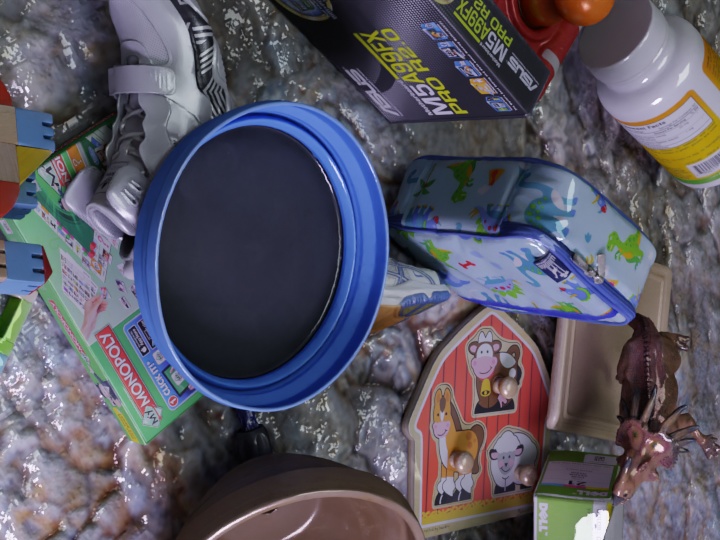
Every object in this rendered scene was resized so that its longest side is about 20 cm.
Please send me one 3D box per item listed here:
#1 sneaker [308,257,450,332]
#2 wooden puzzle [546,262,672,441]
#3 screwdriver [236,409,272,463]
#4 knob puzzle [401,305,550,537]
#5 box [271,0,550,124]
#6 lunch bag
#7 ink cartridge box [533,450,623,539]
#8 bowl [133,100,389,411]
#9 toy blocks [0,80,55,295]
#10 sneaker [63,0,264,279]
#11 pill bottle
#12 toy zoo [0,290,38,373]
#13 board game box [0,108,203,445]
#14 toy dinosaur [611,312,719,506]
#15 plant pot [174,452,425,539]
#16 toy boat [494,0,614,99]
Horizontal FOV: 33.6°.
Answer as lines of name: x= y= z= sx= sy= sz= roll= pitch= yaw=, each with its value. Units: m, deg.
sneaker: x=0.000 y=0.000 z=0.944 sx=0.199 sy=0.075 sz=0.089 roll=-1 pitch=66 yaw=-55
wooden puzzle: x=0.244 y=0.073 z=1.179 sx=0.199 sy=0.037 sz=0.188 roll=16 pitch=78 yaw=-45
screwdriver: x=-0.091 y=0.081 z=0.912 sx=0.029 sy=0.028 sz=0.203 roll=-23 pitch=104 yaw=-67
knob puzzle: x=0.119 y=0.133 z=1.086 sx=0.217 sy=0.030 sz=0.223 roll=-4 pitch=97 yaw=-40
box: x=0.025 y=-0.188 z=0.892 sx=0.200 sy=0.159 sz=0.045 roll=42 pitch=67 yaw=-35
lunch bag: x=0.129 y=-0.022 z=0.968 sx=0.160 sy=0.199 sz=0.083 roll=36 pitch=73 yaw=-37
ink cartridge box: x=0.188 y=0.268 z=1.058 sx=0.200 sy=0.075 sz=0.150 roll=-40 pitch=131 yaw=-66
bowl: x=-0.063 y=-0.010 z=0.789 sx=0.199 sy=0.039 sz=0.204 roll=-8 pitch=101 yaw=-43
toy blocks: x=-0.245 y=-0.069 z=0.707 sx=0.135 sy=0.099 sz=0.203 roll=6 pitch=66 yaw=-42
sneaker: x=-0.142 y=-0.096 z=0.775 sx=0.114 sy=0.075 sz=0.202 roll=-34 pitch=114 yaw=-35
pill bottle: x=0.299 y=-0.175 z=1.156 sx=0.199 sy=0.110 sz=0.112 roll=35 pitch=72 yaw=-37
toy zoo: x=-0.297 y=0.075 z=0.733 sx=0.131 sy=0.020 sz=0.202 roll=34 pitch=72 yaw=-37
board game box: x=-0.154 y=-0.001 z=0.832 sx=0.134 sy=0.029 sz=0.202 roll=-38 pitch=113 yaw=-31
toy dinosaur: x=0.259 y=0.105 z=1.071 sx=0.135 sy=0.085 sz=0.203 roll=28 pitch=51 yaw=-60
plant pot: x=-0.058 y=0.203 z=0.878 sx=0.198 sy=0.093 sz=0.203 roll=-11 pitch=128 yaw=-14
toy boat: x=0.163 y=-0.234 z=1.022 sx=0.131 sy=0.130 sz=0.201 roll=45 pitch=66 yaw=-34
